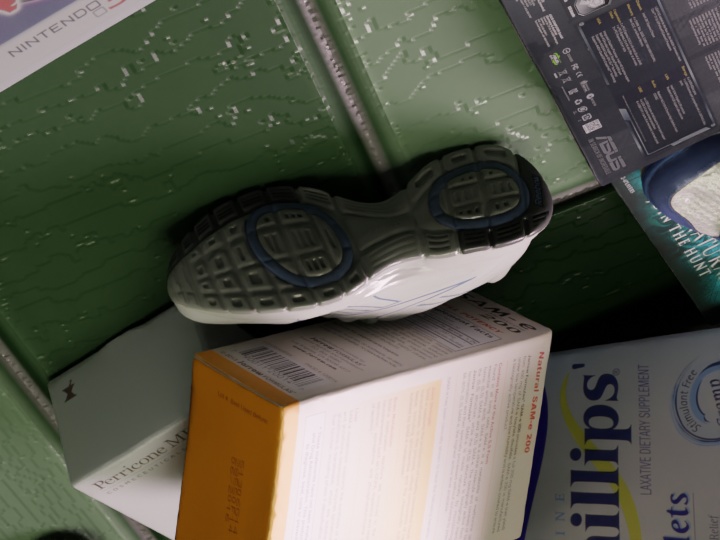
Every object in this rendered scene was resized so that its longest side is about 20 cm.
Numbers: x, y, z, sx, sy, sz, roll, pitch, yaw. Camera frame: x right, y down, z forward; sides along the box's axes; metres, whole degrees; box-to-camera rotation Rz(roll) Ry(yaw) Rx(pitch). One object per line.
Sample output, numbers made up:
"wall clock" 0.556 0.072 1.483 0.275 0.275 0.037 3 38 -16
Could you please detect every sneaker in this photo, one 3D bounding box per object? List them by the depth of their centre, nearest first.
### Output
"sneaker" 0.238 -0.019 1.241 0.199 0.088 0.075 11 139 -14
"sneaker" 0.000 0.000 1.252 0.199 0.075 0.087 -10 150 -11

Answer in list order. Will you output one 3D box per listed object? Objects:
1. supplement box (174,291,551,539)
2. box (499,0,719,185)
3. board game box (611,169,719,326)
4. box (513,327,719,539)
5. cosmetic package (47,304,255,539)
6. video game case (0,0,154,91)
"supplement box" 0.002 0.093 1.285 0.199 0.073 0.127 -12 118 -43
"box" 0.148 -0.138 1.143 0.157 0.051 0.200 -25 144 10
"board game box" 0.214 -0.050 1.315 0.135 0.028 0.200 -27 145 13
"box" 0.180 0.140 1.386 0.199 0.185 0.105 -10 150 21
"cosmetic package" -0.069 0.100 1.357 0.101 0.072 0.200 -31 143 19
"video game case" -0.153 -0.155 1.006 0.182 0.023 0.200 -29 144 14
